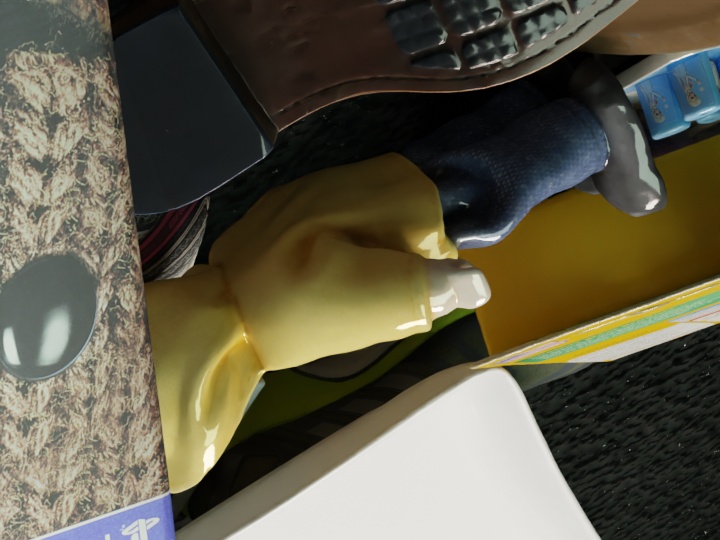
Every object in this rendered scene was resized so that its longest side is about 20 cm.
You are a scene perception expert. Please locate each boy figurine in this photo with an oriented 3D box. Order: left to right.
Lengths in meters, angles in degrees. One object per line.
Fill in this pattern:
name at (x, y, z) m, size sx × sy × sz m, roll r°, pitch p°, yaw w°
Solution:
boy figurine at (0.000, 0.000, 0.862) m, size 0.199 × 0.124 × 0.065 m, roll -33°, pitch 113°, yaw -14°

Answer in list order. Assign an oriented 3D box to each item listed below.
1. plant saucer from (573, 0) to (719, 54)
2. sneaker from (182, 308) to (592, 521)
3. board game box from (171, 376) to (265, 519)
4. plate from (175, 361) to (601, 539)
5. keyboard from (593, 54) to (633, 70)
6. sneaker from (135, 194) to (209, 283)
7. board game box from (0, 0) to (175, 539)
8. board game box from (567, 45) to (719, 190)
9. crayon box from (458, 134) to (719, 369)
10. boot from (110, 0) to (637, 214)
plant saucer at (0.063, -0.119, 0.797) m, size 0.198 × 0.030 × 0.200 m, roll 10°, pitch 154°, yaw 5°
sneaker at (0.017, 0.069, 1.095) m, size 0.199 × 0.081 × 0.074 m, roll -25°, pitch 151°, yaw -14°
board game box at (-0.153, 0.072, 0.955) m, size 0.199 × 0.064 × 0.148 m, roll -3°, pitch 138°, yaw -40°
plate at (-0.010, 0.122, 1.037) m, size 0.199 × 0.032 × 0.200 m, roll -32°, pitch 145°, yaw 0°
keyboard at (0.099, -0.116, 0.903) m, size 0.056 × 0.011 × 0.200 m, roll -29°, pitch 162°, yaw -3°
sneaker at (-0.134, -0.009, 0.850) m, size 0.199 × 0.081 × 0.075 m, roll -14°, pitch 132°, yaw -43°
board game box at (-0.149, -0.006, 0.723) m, size 0.159 × 0.097 × 0.201 m, roll -18°, pitch 116°, yaw -25°
board game box at (0.141, -0.056, 1.003) m, size 0.199 × 0.026 × 0.200 m, roll -14°, pitch 171°, yaw -31°
crayon box at (0.115, -0.008, 0.989) m, size 0.125 × 0.052 × 0.200 m, roll -20°, pitch 173°, yaw 17°
boot at (0.003, -0.091, 0.789) m, size 0.199 × 0.097 × 0.075 m, roll -21°, pitch 113°, yaw 11°
